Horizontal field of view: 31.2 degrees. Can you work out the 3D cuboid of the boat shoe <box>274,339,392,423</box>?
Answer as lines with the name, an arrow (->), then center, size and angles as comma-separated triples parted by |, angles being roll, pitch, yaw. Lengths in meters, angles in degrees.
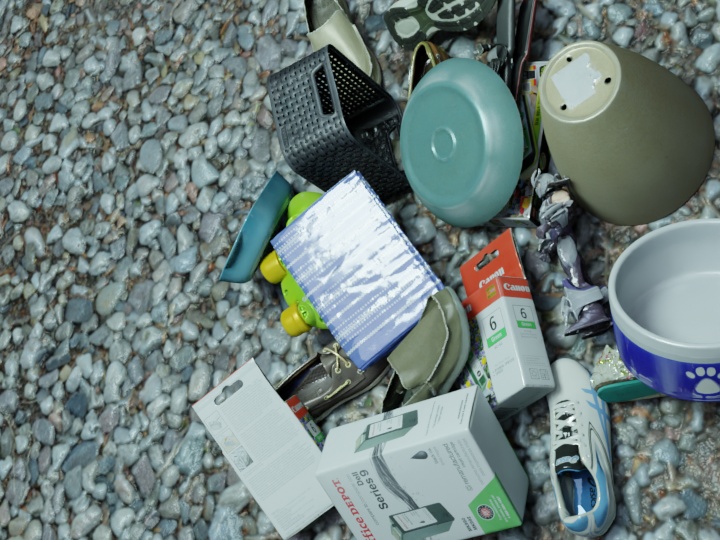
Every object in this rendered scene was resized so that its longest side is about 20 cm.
boat shoe -> -0.034, 0.126, 1.606 | 0.199, 0.059, 0.072 | -38, 59, 15

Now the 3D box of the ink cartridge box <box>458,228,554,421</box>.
ink cartridge box -> 0.151, 0.062, 1.488 | 0.109, 0.050, 0.203 | -40, 54, 47

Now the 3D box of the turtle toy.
turtle toy -> -0.045, -0.013, 1.627 | 0.145, 0.101, 0.202 | -30, 69, 17

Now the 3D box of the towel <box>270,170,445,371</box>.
towel -> 0.000, 0.000, 1.538 | 0.144, 0.024, 0.201 | -39, 76, 10

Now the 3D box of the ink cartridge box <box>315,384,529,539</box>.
ink cartridge box -> 0.070, 0.232, 1.451 | 0.198, 0.147, 0.084 | -20, 25, 25

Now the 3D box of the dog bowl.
dog bowl -> 0.358, 0.038, 1.330 | 0.197, 0.080, 0.201 | -10, 38, 8

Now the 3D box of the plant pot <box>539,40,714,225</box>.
plant pot -> 0.275, -0.170, 1.432 | 0.185, 0.199, 0.190 | -10, 70, 28

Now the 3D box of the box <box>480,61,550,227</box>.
box -> 0.180, -0.154, 1.583 | 0.109, 0.035, 0.203 | 2, 76, 32

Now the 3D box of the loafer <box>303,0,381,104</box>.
loafer -> -0.035, -0.307, 1.739 | 0.075, 0.068, 0.202 | -35, 60, 17

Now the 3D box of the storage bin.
storage bin -> -0.020, -0.173, 1.608 | 0.093, 0.199, 0.137 | -24, 64, 22

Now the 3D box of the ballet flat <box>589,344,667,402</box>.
ballet flat -> 0.342, 0.100, 1.386 | 0.197, 0.076, 0.065 | -6, 54, 25

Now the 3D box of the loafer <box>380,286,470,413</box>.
loafer -> 0.071, 0.109, 1.486 | 0.075, 0.069, 0.202 | -121, 38, -49

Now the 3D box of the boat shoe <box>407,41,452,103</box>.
boat shoe -> 0.085, -0.190, 1.630 | 0.071, 0.068, 0.203 | -13, 68, 26

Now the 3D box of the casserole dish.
casserole dish -> -0.129, -0.052, 1.665 | 0.038, 0.200, 0.122 | 26, 114, -1

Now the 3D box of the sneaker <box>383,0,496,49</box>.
sneaker -> 0.111, -0.349, 1.633 | 0.089, 0.077, 0.199 | -49, 23, -28

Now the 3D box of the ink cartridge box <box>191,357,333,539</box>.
ink cartridge box -> -0.105, 0.214, 1.577 | 0.109, 0.050, 0.201 | -37, 86, 15

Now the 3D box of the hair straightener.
hair straightener -> 0.164, -0.247, 1.560 | 0.041, 0.076, 0.203 | -1, 77, 64

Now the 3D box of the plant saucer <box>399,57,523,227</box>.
plant saucer -> 0.109, -0.151, 1.537 | 0.199, 0.036, 0.203 | 12, 106, 47

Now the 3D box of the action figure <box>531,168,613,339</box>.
action figure -> 0.232, -0.026, 1.463 | 0.069, 0.130, 0.203 | -21, 72, 11

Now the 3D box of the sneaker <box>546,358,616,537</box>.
sneaker -> 0.238, 0.190, 1.417 | 0.071, 0.072, 0.203 | -18, 65, 27
